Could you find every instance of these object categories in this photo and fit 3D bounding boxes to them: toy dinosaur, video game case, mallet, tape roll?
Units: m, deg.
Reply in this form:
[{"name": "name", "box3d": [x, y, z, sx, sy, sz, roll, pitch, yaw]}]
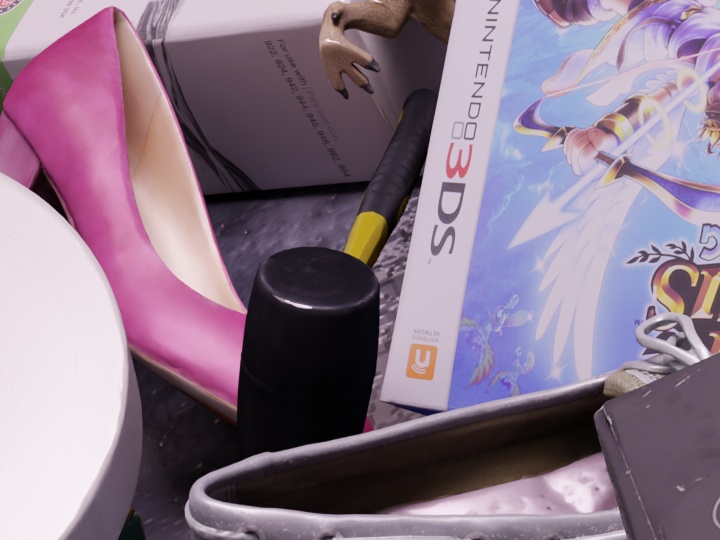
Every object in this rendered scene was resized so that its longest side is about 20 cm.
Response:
[{"name": "toy dinosaur", "box3d": [0.017, -0.106, 1.040, 0.058, 0.200, 0.101, -43, 7, 32]}, {"name": "video game case", "box3d": [0.108, -0.034, 0.899, 0.200, 0.045, 0.182, 6, 83, 41]}, {"name": "mallet", "box3d": [0.000, 0.000, 0.976, 0.041, 0.066, 0.200, 13, 23, 7]}, {"name": "tape roll", "box3d": [-0.166, 0.047, 0.911, 0.202, 0.037, 0.203, -3, 54, 4]}]

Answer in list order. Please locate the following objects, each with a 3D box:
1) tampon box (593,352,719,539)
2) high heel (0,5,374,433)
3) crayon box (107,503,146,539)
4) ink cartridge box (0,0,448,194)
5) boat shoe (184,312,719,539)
[{"name": "tampon box", "box3d": [0.160, 0.105, 0.619, 0.150, 0.200, 0.126, -24, 33, 8]}, {"name": "high heel", "box3d": [-0.051, -0.012, 1.007, 0.200, 0.067, 0.096, 33, 87, 38]}, {"name": "crayon box", "box3d": [-0.192, 0.115, 0.923, 0.200, 0.058, 0.173, 22, 59, 21]}, {"name": "ink cartridge box", "box3d": [-0.046, -0.104, 1.157, 0.200, 0.084, 0.146, -3, 42, 34]}, {"name": "boat shoe", "box3d": [0.055, 0.055, 0.783, 0.202, 0.065, 0.074, -16, 33, -6]}]
